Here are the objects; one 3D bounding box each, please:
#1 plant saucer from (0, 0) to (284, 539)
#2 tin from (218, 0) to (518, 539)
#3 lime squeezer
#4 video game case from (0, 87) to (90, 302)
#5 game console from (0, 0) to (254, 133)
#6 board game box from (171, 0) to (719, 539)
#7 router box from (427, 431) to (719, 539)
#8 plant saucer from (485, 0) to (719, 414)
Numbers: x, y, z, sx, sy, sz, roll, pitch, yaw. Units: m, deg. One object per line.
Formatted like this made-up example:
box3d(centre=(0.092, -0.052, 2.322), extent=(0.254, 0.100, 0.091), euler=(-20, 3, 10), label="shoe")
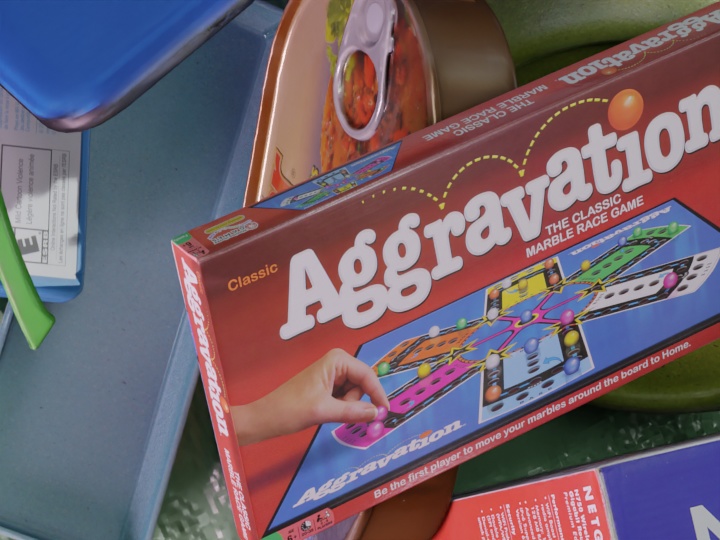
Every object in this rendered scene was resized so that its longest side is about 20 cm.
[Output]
box3d(centre=(-0.078, -0.004, 0.939), extent=(0.070, 0.019, 0.201), euler=(22, 73, -21), label="plant saucer")
box3d(centre=(0.000, 0.000, 0.898), extent=(0.042, 0.112, 0.201), euler=(-2, 115, -32), label="tin")
box3d(centre=(-0.159, -0.064, 0.875), extent=(0.200, 0.038, 0.071), euler=(36, 99, -12), label="lime squeezer")
box3d(centre=(-0.180, -0.070, 0.890), extent=(0.199, 0.018, 0.144), euler=(6, 78, -21), label="video game case")
box3d(centre=(-0.036, -0.103, 0.857), extent=(0.170, 0.200, 0.119), euler=(17, 105, -37), label="game console")
box3d(centre=(0.044, -0.001, 0.842), extent=(0.199, 0.019, 0.103), euler=(-24, 122, -21), label="board game box")
box3d(centre=(0.117, 0.078, 0.930), extent=(0.199, 0.179, 0.049), euler=(-10, 85, -27), label="router box")
box3d(centre=(0.093, -0.022, 0.931), extent=(0.200, 0.200, 0.031), euler=(36, 38, -16), label="plant saucer")
